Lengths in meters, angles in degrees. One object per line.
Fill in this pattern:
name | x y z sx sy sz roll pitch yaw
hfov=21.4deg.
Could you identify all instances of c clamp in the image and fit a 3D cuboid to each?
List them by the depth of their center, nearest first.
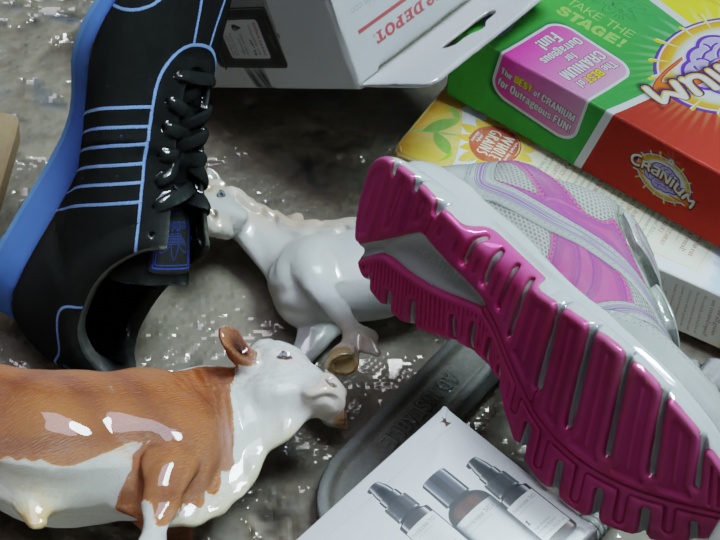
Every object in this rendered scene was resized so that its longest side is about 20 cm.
c clamp | 0.087 0.084 0.803 0.170 0.027 0.200 35 53 25

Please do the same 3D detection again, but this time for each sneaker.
sneaker | 0.088 0.016 0.733 0.088 0.082 0.200 -20 54 -34
sneaker | -0.089 -0.047 0.807 0.078 0.201 0.070 35 21 27

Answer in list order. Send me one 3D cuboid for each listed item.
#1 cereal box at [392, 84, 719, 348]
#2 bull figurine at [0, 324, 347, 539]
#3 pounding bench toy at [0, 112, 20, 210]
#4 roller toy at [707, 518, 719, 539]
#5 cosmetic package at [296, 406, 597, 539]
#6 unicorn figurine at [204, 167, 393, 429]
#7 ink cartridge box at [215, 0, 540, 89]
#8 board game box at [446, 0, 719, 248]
cereal box | 0.133 -0.048 0.927 0.199 0.040 0.144 26 48 17
bull figurine | -0.103 0.079 0.759 0.198 0.065 0.122 0 44 -6
pounding bench toy | -0.219 -0.096 0.849 0.123 0.157 0.201 6 46 0
roller toy | 0.183 0.138 0.654 0.139 0.201 0.182 29 30 19
cosmetic package | -0.008 0.144 0.700 0.082 0.051 0.200 36 62 28
unicorn figurine | 0.000 0.000 0.848 0.198 0.074 0.138 -3 39 -12
ink cartridge box | -0.016 -0.143 0.918 0.199 0.067 0.116 5 36 44
board game box | 0.165 -0.089 0.915 0.199 0.040 0.153 31 49 21
